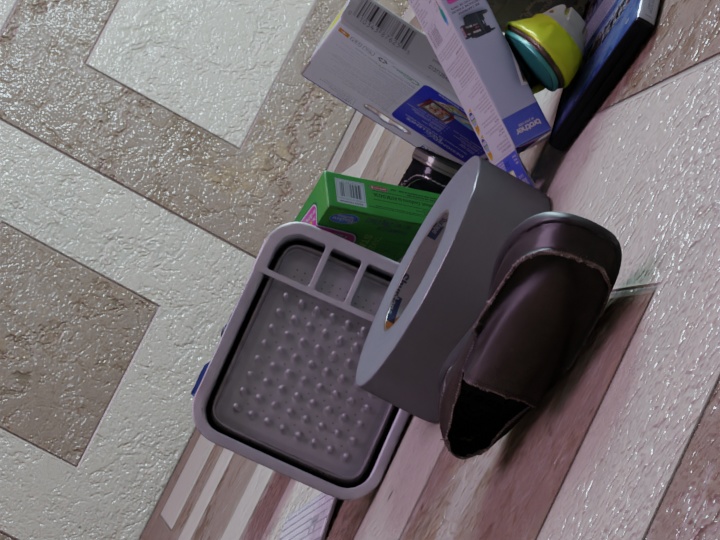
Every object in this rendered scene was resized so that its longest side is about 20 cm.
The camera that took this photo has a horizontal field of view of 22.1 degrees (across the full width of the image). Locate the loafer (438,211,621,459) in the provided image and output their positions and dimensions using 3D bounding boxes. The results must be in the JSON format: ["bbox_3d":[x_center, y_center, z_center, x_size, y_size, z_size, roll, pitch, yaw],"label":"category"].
[{"bbox_3d":[0.100,0.047,1.103,0.201,0.072,0.072,113,173,-46],"label":"loafer"}]

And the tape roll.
[{"bbox_3d":[0.070,0.015,1.428,0.202,0.066,0.200,-61,6,11],"label":"tape roll"}]

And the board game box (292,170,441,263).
[{"bbox_3d":[0.000,0.000,1.644,0.200,0.151,0.041,124,148,-46],"label":"board game box"}]

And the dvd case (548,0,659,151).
[{"bbox_3d":[0.204,-0.203,1.467,0.143,0.017,0.201,-57,9,44],"label":"dvd case"}]

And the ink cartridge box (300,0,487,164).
[{"bbox_3d":[0.049,-0.175,1.766,0.047,0.196,0.200,-60,7,-10],"label":"ink cartridge box"}]

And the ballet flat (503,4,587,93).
[{"bbox_3d":[0.149,-0.183,1.492,0.067,0.067,0.200,-40,4,-4],"label":"ballet flat"}]

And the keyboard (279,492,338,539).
[{"bbox_3d":[-0.052,0.238,1.706,0.057,0.011,0.200,-65,7,-22],"label":"keyboard"}]

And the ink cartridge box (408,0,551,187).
[{"bbox_3d":[0.100,-0.158,1.494,0.042,0.202,0.119,-24,-2,-6],"label":"ink cartridge box"}]

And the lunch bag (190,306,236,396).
[{"bbox_3d":[-0.101,0.110,2.044,0.133,0.135,0.200,-62,5,-6],"label":"lunch bag"}]

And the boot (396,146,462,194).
[{"bbox_3d":[0.051,-0.030,1.735,0.204,0.073,0.155,148,146,-85],"label":"boot"}]

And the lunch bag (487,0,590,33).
[{"bbox_3d":[0.128,-0.297,1.575,0.164,0.198,0.119,125,149,-43],"label":"lunch bag"}]

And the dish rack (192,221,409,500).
[{"bbox_3d":[-0.032,0.077,1.537,0.044,0.170,0.202,96,-163,-75],"label":"dish rack"}]
